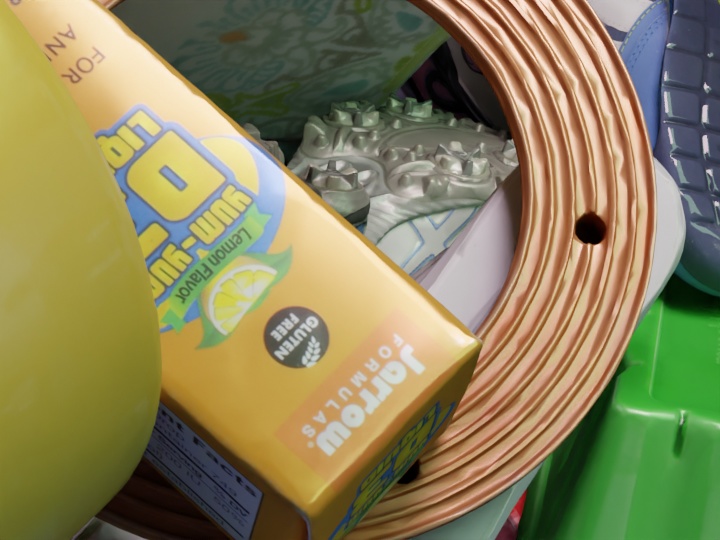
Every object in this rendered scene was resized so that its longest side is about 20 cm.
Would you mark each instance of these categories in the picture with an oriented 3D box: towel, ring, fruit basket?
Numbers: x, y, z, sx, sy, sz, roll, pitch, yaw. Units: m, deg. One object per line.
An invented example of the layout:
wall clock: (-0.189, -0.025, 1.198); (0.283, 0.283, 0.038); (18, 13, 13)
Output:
towel: (-0.037, -0.100, 0.787); (0.200, 0.171, 0.048); (0, 55, -42)
ring: (-0.022, -0.021, 0.667); (0.200, 0.019, 0.201); (2, 70, -6)
fruit basket: (0.121, 0.113, 0.787); (0.155, 0.216, 0.216); (10, 41, 6)

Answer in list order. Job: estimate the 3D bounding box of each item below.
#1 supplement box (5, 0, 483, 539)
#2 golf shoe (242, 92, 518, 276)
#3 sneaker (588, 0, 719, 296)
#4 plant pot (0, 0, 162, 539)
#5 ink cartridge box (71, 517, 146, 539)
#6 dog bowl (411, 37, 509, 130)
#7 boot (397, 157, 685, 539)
supplement box: (-0.066, -0.017, 0.616); (0.200, 0.069, 0.067); (41, 69, 7)
golf shoe: (0.000, 0.000, 0.814); (0.078, 0.097, 0.200); (24, 24, 37)
sneaker: (0.096, -0.064, 0.832); (0.074, 0.082, 0.200); (18, 44, -30)
plant pot: (-0.177, 0.026, 0.543); (0.201, 0.201, 0.189); (48, 53, 2)
ink cartridge box: (-0.045, 0.145, 0.663); (0.146, 0.048, 0.200); (44, 40, -3)
dog bowl: (0.097, -0.093, 0.986); (0.200, 0.074, 0.200); (25, 43, -26)
boot: (0.015, 0.053, 0.705); (0.074, 0.096, 0.200); (42, 71, 10)
